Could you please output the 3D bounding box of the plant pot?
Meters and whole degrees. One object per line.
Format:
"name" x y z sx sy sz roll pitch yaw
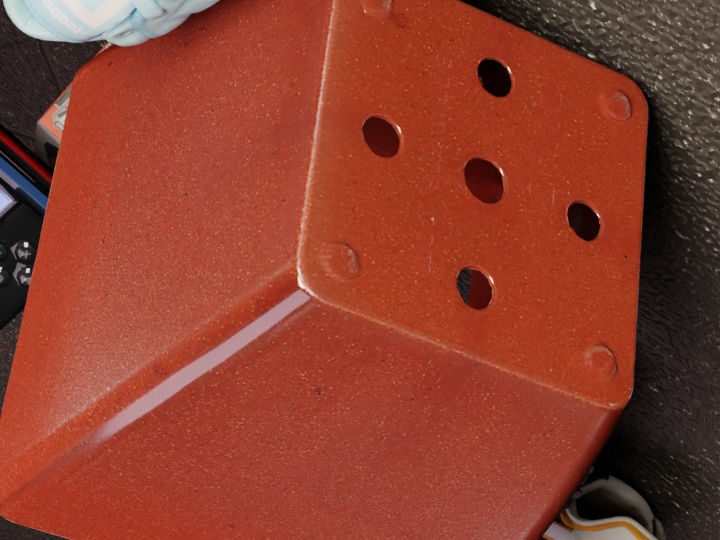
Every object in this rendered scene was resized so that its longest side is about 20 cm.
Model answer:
"plant pot" 0.000 0.000 0.787 0.199 0.202 0.176 20 149 -22

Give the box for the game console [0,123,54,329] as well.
"game console" -0.211 -0.040 0.931 0.172 0.119 0.200 -39 111 22

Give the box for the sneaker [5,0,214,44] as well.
"sneaker" -0.069 -0.109 0.717 0.074 0.082 0.200 44 162 -14

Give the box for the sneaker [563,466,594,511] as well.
"sneaker" 0.055 0.087 1.011 0.072 0.073 0.200 17 149 -20

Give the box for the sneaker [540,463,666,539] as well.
"sneaker" 0.105 0.132 1.068 0.078 0.080 0.200 38 -175 -15

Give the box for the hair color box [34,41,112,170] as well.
"hair color box" -0.107 -0.045 1.047 0.101 0.061 0.200 42 168 -2
